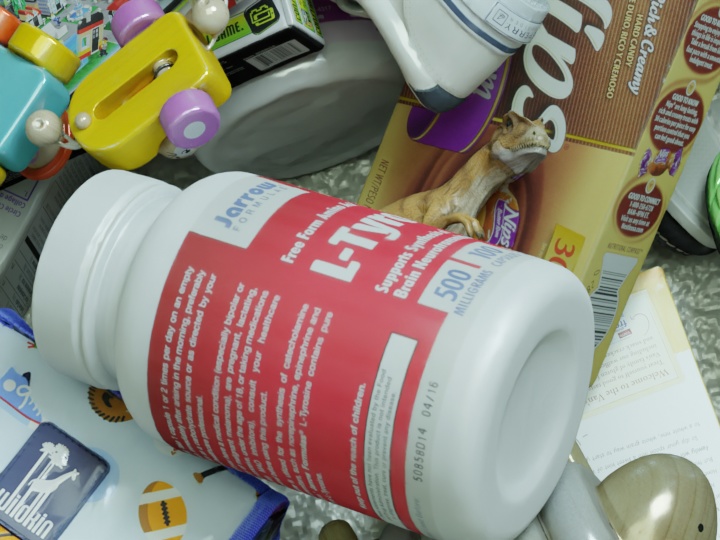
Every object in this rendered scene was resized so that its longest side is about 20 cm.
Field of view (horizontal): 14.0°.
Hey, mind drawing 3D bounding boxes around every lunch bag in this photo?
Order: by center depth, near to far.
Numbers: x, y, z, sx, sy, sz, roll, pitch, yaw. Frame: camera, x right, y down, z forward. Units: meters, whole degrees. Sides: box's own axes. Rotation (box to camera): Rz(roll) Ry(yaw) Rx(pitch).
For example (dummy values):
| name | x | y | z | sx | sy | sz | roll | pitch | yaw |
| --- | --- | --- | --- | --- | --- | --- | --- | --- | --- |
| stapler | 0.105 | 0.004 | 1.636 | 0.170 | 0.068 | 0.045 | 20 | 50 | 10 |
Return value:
| name | x | y | z | sx | sy | sz | roll | pitch | yaw |
| --- | --- | --- | --- | --- | --- | --- | --- | --- | --- |
| lunch bag | -0.142 | 0.134 | 1.202 | 0.170 | 0.124 | 0.201 | 32 | 102 | 12 |

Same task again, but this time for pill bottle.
| name | x | y | z | sx | sy | sz | roll | pitch | yaw |
| --- | --- | --- | --- | --- | --- | --- | --- | --- | --- |
| pill bottle | -0.021 | 0.027 | 1.124 | 0.199 | 0.112 | 0.113 | 17 | 74 | 24 |
| pill bottle | -0.049 | -0.151 | 1.323 | 0.112 | 0.112 | 0.201 | -17 | 70 | -1 |

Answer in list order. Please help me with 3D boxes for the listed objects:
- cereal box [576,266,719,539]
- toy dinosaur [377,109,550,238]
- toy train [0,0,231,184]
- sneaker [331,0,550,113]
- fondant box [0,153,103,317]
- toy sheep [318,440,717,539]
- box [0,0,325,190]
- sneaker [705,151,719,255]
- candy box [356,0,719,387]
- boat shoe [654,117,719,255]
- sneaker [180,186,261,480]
| name | x | y | z | sx | sy | sz | roll | pitch | yaw |
| --- | --- | --- | --- | --- | --- | --- | --- | --- | --- |
| cereal box | 0.096 | 0.114 | 1.260 | 0.143 | 0.040 | 0.201 | -18 | 71 | 0 |
| toy dinosaur | 0.000 | 0.000 | 1.223 | 0.199 | 0.060 | 0.107 | -22 | 63 | 17 |
| toy train | -0.099 | -0.101 | 1.207 | 0.199 | 0.056 | 0.151 | -14 | 59 | 25 |
| sneaker | 0.000 | -0.146 | 1.226 | 0.071 | 0.073 | 0.200 | -47 | 50 | 16 |
| fondant box | -0.208 | -0.038 | 1.330 | 0.144 | 0.058 | 0.201 | 24 | 74 | 13 |
| toy sheep | 0.057 | 0.139 | 1.172 | 0.200 | 0.138 | 0.138 | -36 | 71 | 12 |
| box | -0.121 | -0.110 | 1.264 | 0.199 | 0.035 | 0.111 | -23 | 70 | 18 |
| sneaker | 0.190 | 0.033 | 1.254 | 0.076 | 0.084 | 0.201 | -5 | 63 | -22 |
| candy box | 0.079 | -0.065 | 1.238 | 0.116 | 0.056 | 0.201 | 27 | 100 | 29 |
| boat shoe | 0.092 | -0.080 | 1.314 | 0.200 | 0.074 | 0.060 | 50 | 123 | 3 |
| sneaker | -0.058 | 0.048 | 1.281 | 0.092 | 0.076 | 0.201 | -16 | 73 | -7 |
